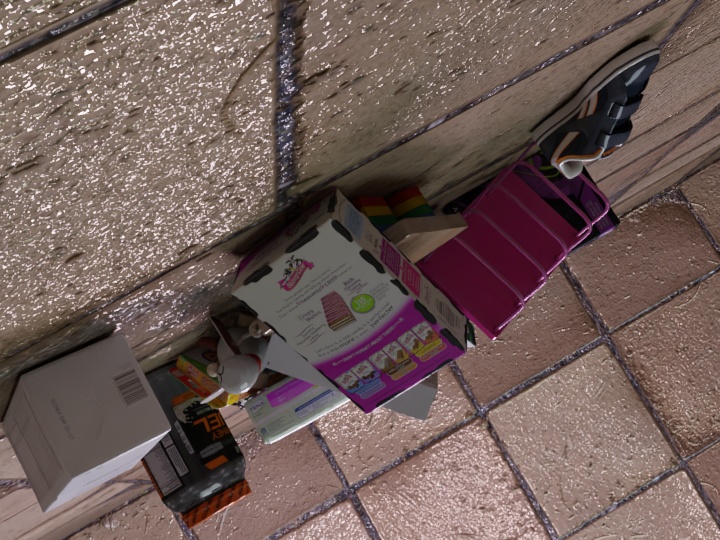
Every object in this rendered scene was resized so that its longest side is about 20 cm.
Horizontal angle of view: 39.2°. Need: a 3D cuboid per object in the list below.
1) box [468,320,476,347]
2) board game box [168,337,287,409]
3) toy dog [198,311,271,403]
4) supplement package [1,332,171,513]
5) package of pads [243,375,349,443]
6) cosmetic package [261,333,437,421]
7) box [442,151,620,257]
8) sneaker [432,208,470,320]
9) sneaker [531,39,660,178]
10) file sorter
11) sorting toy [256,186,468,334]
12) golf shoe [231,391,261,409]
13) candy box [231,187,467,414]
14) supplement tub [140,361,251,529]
[{"bbox_3d":[0.074,0.087,1.359,0.144,0.036,0.200,-8,171,10],"label":"box"},{"bbox_3d":[-0.156,0.124,1.357,0.200,0.095,0.030,-23,138,-50],"label":"board game box"},{"bbox_3d":[-0.159,0.098,1.211,0.096,0.132,0.200,8,165,1],"label":"toy dog"},{"bbox_3d":[-0.289,0.162,1.045,0.109,0.114,0.200,-24,171,-31],"label":"supplement package"},{"bbox_3d":[-0.062,0.158,1.323,0.154,0.068,0.200,-30,175,-3],"label":"package of pads"},{"bbox_3d":[-0.009,0.106,1.182,0.083,0.199,0.051,-79,-171,-66],"label":"cosmetic package"},{"bbox_3d":[0.232,-0.072,1.382,0.200,0.143,0.036,-30,169,-4],"label":"box"},{"bbox_3d":[0.111,0.000,1.395,0.083,0.081,0.200,-29,129,1],"label":"sneaker"},{"bbox_3d":[0.284,-0.180,1.163,0.078,0.080,0.200,-24,168,-35],"label":"sneaker"},{"bbox_3d":[0.194,-0.044,1.262,0.200,0.139,0.125,-46,176,-24],"label":"file sorter"},{"bbox_3d":[-0.005,-0.020,1.116,0.200,0.070,0.199,-34,171,22],"label":"sorting toy"},{"bbox_3d":[-0.187,0.168,1.504,0.200,0.095,0.078,-20,168,-45],"label":"golf shoe"},{"bbox_3d":[-0.008,0.034,0.993,0.136,0.200,0.061,-34,-155,25],"label":"candy box"},{"bbox_3d":[-0.233,0.232,1.346,0.122,0.200,0.123,-30,172,-5],"label":"supplement tub"}]
